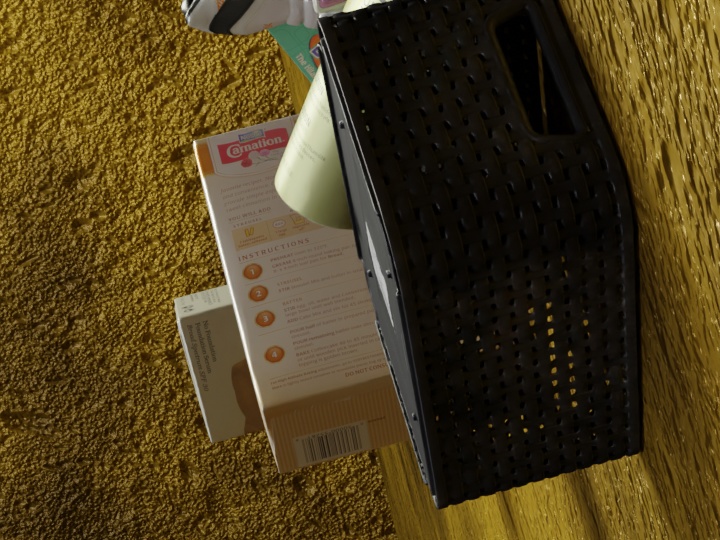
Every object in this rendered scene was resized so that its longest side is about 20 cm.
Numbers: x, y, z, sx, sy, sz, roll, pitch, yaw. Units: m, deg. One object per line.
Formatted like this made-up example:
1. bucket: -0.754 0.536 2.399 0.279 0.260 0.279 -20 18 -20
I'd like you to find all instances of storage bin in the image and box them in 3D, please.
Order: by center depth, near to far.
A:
1. storage bin: 0.050 -0.010 0.932 0.200 0.094 0.135 80 174 -53

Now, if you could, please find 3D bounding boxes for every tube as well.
1. tube: 0.015 -0.112 0.981 0.058 0.052 0.200 36 124 20

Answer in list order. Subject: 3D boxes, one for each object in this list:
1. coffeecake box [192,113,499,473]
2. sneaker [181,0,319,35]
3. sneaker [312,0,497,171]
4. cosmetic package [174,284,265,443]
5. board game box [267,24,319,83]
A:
1. coffeecake box: 0.000 0.000 1.315 0.073 0.153 0.200 80 175 -54
2. sneaker: -0.071 -0.208 1.109 0.074 0.080 0.200 -111 8 -76
3. sneaker: 0.029 -0.109 1.063 0.088 0.080 0.200 -70 -26 -60
4. cosmetic package: -0.030 0.049 1.690 0.071 0.200 0.105 -122 16 -77
5. board game box: -0.026 -0.176 1.494 0.152 0.045 0.200 49 -167 -36
